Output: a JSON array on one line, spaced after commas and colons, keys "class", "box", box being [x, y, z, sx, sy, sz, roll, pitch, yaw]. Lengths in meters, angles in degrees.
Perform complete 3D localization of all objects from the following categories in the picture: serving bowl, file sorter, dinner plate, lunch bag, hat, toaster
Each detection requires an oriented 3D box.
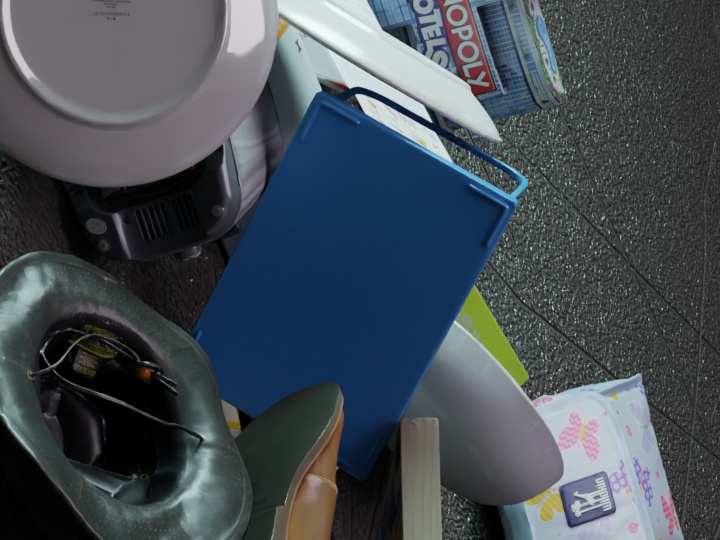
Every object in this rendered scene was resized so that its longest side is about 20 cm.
[{"class": "serving bowl", "box": [0.049, 0.097, 1.796, 0.066, 0.200, 0.200, -43, 128, -15]}, {"class": "file sorter", "box": [0.000, 0.000, 1.598, 0.200, 0.139, 0.123, -62, 175, 16]}, {"class": "dinner plate", "box": [-0.142, -0.148, 1.448, 0.024, 0.200, 0.200, 179, -104, -74]}, {"class": "lunch bag", "box": [0.175, 0.183, 2.065, 0.200, 0.127, 0.170, -9, 84, -60]}, {"class": "hat", "box": [-0.154, 0.092, 1.391, 0.201, 0.081, 0.201, 36, 31, -26]}, {"class": "toaster", "box": [-0.124, -0.108, 1.547, 0.200, 0.114, 0.129, 70, 20, -7]}, {"class": "dinner plate", "box": [0.007, -0.141, 1.607, 0.024, 0.200, 0.200, -58, 153, 5]}]

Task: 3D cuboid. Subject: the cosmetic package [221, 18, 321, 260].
[{"class": "cosmetic package", "box": [-0.076, -0.110, 1.706, 0.101, 0.071, 0.200, -59, 133, -59]}]

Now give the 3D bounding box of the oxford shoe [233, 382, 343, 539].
[{"class": "oxford shoe", "box": [-0.044, 0.140, 1.450, 0.071, 0.071, 0.200, 58, 30, -26]}]

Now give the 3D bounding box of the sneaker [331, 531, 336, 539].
[{"class": "sneaker", "box": [-0.024, 0.202, 1.613, 0.200, 0.075, 0.082, 101, -16, -72]}]

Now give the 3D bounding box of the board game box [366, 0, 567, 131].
[{"class": "board game box", "box": [0.078, -0.206, 1.943, 0.062, 0.200, 0.200, -44, 118, -64]}]

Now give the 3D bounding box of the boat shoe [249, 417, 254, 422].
[{"class": "boat shoe", "box": [-0.041, 0.103, 1.679, 0.068, 0.072, 0.200, 41, 19, 8]}]

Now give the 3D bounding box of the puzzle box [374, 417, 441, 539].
[{"class": "puzzle box", "box": [0.030, 0.194, 1.600, 0.200, 0.025, 0.133, 98, -9, -61]}]

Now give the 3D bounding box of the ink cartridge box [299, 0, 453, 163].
[{"class": "ink cartridge box", "box": [-0.006, -0.131, 1.829, 0.161, 0.050, 0.200, 21, 40, -64]}]

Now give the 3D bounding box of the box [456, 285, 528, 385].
[{"class": "box", "box": [0.034, 0.008, 1.827, 0.048, 0.122, 0.200, -44, 130, -16]}]

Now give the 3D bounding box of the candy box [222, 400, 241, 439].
[{"class": "candy box", "box": [-0.092, 0.176, 1.575, 0.102, 0.026, 0.200, 10, 69, -65]}]

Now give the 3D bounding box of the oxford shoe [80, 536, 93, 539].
[{"class": "oxford shoe", "box": [-0.119, 0.144, 1.455, 0.074, 0.071, 0.200, 62, 35, -14]}]
